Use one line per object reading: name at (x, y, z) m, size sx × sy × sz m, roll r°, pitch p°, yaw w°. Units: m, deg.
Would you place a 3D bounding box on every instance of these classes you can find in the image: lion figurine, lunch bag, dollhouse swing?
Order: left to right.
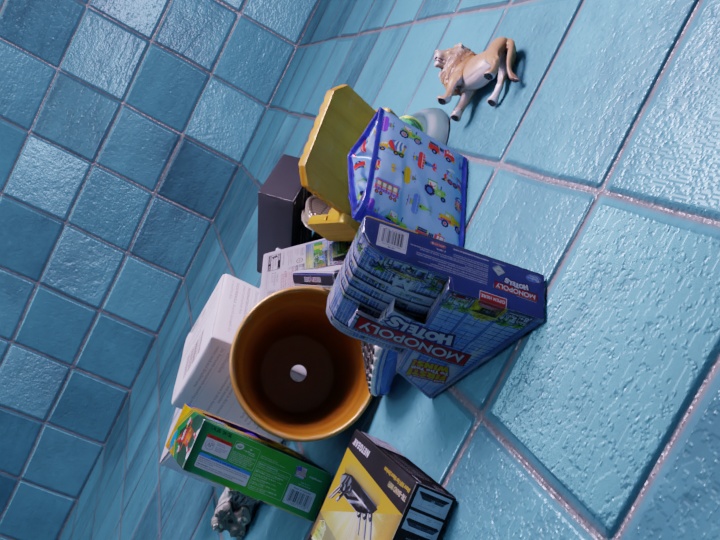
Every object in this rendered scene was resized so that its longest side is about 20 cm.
dollhouse swing at (-0.044, -0.175, 1.301) m, size 0.181 × 0.174 × 0.203 m, roll 2°, pitch 69°, yaw 58°
lunch bag at (0.064, -0.098, 1.069) m, size 0.094 × 0.149 × 0.202 m, roll -51°, pitch 22°, yaw 34°
lion figurine at (0.175, -0.291, 1.169) m, size 0.199 × 0.072 × 0.124 m, roll -3°, pitch 54°, yaw 54°

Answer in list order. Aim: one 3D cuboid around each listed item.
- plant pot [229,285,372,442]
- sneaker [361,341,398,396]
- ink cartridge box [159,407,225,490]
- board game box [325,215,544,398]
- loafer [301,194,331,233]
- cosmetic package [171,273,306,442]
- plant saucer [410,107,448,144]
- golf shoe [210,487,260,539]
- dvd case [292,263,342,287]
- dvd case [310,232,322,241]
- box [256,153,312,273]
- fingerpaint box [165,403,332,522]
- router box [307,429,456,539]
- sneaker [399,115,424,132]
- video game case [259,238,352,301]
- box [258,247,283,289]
plant pot at (-0.085, 0.138, 1.145) m, size 0.183 × 0.197 × 0.203 m, roll 128°, pitch 164°, yaw -76°
sneaker at (0.054, 0.078, 0.997) m, size 0.079 × 0.088 × 0.202 m, roll -101°, pitch 21°, yaw -52°
ink cartridge box at (-0.254, 0.265, 1.482) m, size 0.145 × 0.146 × 0.202 m, roll -47°, pitch 25°, yaw 42°
board game box at (0.064, 0.054, 0.873) m, size 0.201 × 0.197 × 0.062 m, roll 115°, pitch 170°, yaw -50°
loafer at (-0.074, -0.105, 1.540) m, size 0.200 × 0.075 × 0.069 m, roll -80°, pitch 10°, yaw -70°
cosmetic package at (-0.181, 0.149, 1.344) m, size 0.168 × 0.198 × 0.167 m, roll -54°, pitch 21°, yaw 29°
plant saucer at (0.072, -0.179, 1.323) m, size 0.200 × 0.027 × 0.202 m, roll -47°, pitch 29°, yaw 36°
golf shoe at (-0.180, 0.335, 1.310) m, size 0.201 × 0.078 × 0.098 m, roll -54°, pitch 15°, yaw 27°
dvd case at (0.000, 0.000, 1.144) m, size 0.200 × 0.148 × 0.025 m, roll -178°, pitch 79°, yaw -70°
dvd case at (-0.036, -0.148, 1.618) m, size 0.203 × 0.016 × 0.148 m, roll -68°, pitch 18°, yaw -4°
box at (-0.148, -0.104, 1.616) m, size 0.142 × 0.078 × 0.202 m, roll -69°, pitch -10°, yaw -48°
fingerpaint box at (-0.159, 0.264, 1.139) m, size 0.074 × 0.198 × 0.166 m, roll -66°, pitch 18°, yaw -10°
router box at (0.013, 0.278, 0.879) m, size 0.159 × 0.052 × 0.200 m, roll -66°, pitch 18°, yaw -4°
sneaker at (0.045, -0.133, 1.213) m, size 0.084 × 0.073 × 0.204 m, roll -14°, pitch -66°, yaw -77°
video game case at (-0.078, 0.010, 1.339) m, size 0.179 × 0.022 × 0.201 m, roll -14°, pitch 32°, yaw 6°
box at (-0.154, 0.052, 1.521) m, size 0.200 × 0.036 × 0.146 m, roll 73°, pitch -140°, yaw -78°
